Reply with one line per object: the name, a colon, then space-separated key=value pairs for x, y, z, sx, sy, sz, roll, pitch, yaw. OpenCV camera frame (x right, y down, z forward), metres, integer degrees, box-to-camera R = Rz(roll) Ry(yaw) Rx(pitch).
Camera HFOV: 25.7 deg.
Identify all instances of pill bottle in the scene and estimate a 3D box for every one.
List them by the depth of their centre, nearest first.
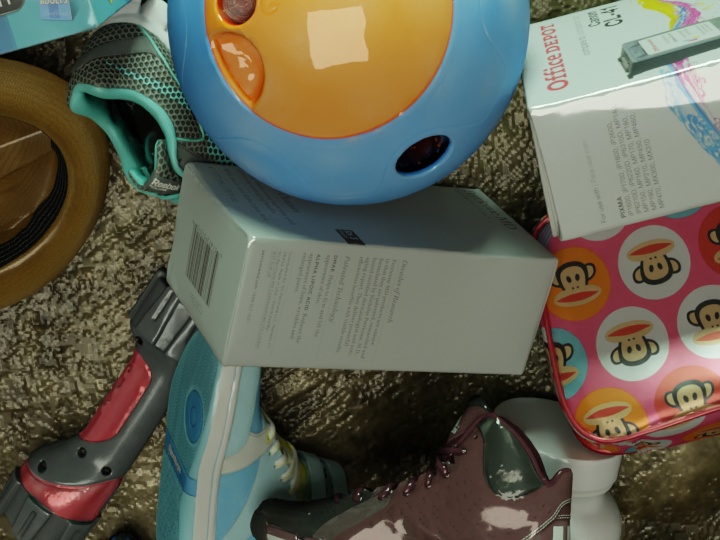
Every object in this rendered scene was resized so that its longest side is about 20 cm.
pill bottle: x=0.103 y=0.190 z=1.010 sx=0.111 sy=0.112 sz=0.202 roll=13 pitch=110 yaw=1

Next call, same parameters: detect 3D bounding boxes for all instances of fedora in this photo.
fedora: x=-0.253 y=-0.061 z=0.956 sx=0.198 sy=0.082 sz=0.202 roll=-14 pitch=133 yaw=-16

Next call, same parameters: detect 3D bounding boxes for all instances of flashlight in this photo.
flashlight: x=-0.163 y=0.090 z=1.029 sx=0.067 sy=0.068 sz=0.201 roll=15 pitch=113 yaw=-48

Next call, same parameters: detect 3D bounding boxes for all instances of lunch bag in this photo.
lunch bag: x=0.200 y=0.007 z=0.934 sx=0.198 sy=0.082 sz=0.178 roll=-14 pitch=73 yaw=10

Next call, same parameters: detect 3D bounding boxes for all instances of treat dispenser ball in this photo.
treat dispenser ball: x=-0.007 y=-0.138 z=0.861 sx=0.198 sy=0.201 sz=0.203 roll=2 pitch=109 yaw=5

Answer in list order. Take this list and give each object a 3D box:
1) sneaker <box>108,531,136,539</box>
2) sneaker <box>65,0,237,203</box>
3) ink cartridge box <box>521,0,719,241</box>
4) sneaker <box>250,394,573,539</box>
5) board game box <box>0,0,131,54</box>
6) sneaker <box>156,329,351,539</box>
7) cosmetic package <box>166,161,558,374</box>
sneaker: x=-0.119 y=0.221 z=1.061 sx=0.198 sy=0.073 sz=0.113 roll=-20 pitch=107 yaw=13
sneaker: x=-0.102 y=-0.065 z=0.942 sx=0.077 sy=0.092 sz=0.200 roll=-30 pitch=112 yaw=38
ink cartridge box: x=0.192 y=-0.103 z=0.881 sx=0.197 sy=0.148 sz=0.086 roll=-13 pitch=115 yaw=8
sneaker: x=0.036 y=0.128 z=0.940 sx=0.197 sy=0.076 sz=0.117 roll=9 pitch=88 yaw=15
board game box: x=-0.197 y=-0.156 z=0.873 sx=0.149 sy=0.200 sz=0.047 roll=-14 pitch=107 yaw=9
sneaker: x=-0.056 y=0.117 z=1.003 sx=0.129 sy=0.080 sz=0.202 roll=-1 pitch=124 yaw=-21
cosmetic package: x=0.000 y=0.000 z=0.914 sx=0.198 sy=0.113 sz=0.082 roll=1 pitch=115 yaw=-28
